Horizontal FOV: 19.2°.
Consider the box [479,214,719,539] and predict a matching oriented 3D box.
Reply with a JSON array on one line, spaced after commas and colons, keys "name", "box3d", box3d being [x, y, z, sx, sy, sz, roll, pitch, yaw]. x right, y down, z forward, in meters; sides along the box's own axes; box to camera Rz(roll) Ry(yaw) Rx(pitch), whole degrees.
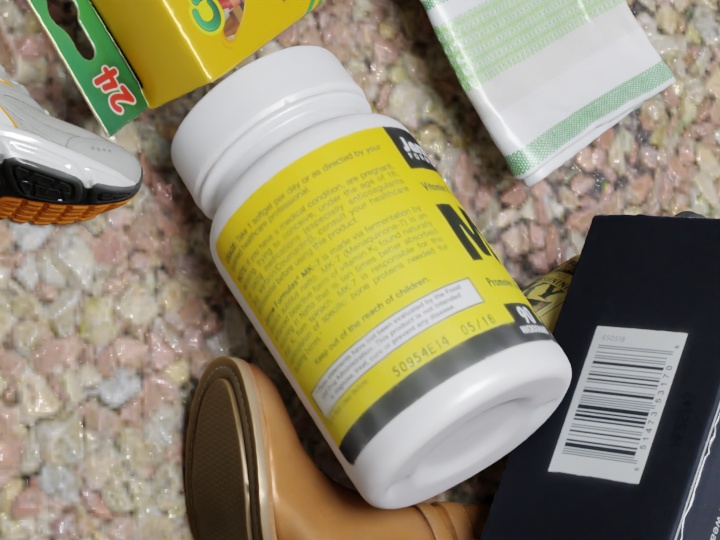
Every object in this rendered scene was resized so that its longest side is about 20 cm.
[{"name": "box", "box3d": [0.180, 0.103, 1.041, 0.200, 0.117, 0.197, 35, 70, -39]}]

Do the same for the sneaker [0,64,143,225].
[{"name": "sneaker", "box3d": [-0.188, -0.087, 0.969, 0.200, 0.076, 0.092, 19, 66, -23]}]

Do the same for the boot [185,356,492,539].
[{"name": "boot", "box3d": [0.005, 0.128, 1.023, 0.155, 0.074, 0.200, -12, 87, -33]}]

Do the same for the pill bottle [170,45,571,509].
[{"name": "pill bottle", "box3d": [0.000, 0.000, 0.990, 0.114, 0.114, 0.200, -22, 67, -29]}]

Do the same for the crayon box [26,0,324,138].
[{"name": "crayon box", "box3d": [-0.077, -0.165, 1.017, 0.200, 0.051, 0.127, -43, 108, -42]}]

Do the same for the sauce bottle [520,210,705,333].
[{"name": "sauce bottle", "box3d": [0.109, 0.031, 1.096, 0.200, 0.065, 0.065, -31, 93, -30]}]

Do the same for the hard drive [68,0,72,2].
[{"name": "hard drive", "box3d": [-0.151, -0.237, 1.046, 0.132, 0.026, 0.200, 16, 72, -23]}]

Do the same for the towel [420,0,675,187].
[{"name": "towel", "box3d": [0.083, -0.159, 1.113, 0.149, 0.031, 0.200, -35, 101, -46]}]
